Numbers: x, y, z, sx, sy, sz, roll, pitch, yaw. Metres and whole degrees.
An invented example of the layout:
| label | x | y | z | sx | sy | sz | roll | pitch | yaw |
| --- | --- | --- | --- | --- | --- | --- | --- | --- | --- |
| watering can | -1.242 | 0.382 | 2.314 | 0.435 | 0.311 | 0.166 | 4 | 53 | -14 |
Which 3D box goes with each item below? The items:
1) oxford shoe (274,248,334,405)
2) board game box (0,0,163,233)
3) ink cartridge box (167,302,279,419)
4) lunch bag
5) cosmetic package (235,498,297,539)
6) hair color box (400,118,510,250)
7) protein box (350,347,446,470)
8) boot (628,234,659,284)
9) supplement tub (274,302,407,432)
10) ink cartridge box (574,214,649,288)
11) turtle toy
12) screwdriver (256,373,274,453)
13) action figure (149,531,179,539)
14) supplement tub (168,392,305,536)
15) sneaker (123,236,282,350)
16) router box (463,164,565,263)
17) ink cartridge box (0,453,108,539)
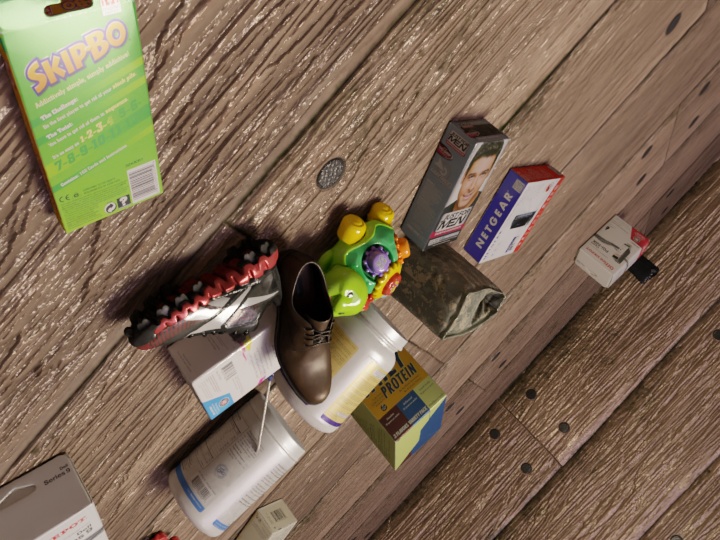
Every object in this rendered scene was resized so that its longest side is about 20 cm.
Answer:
| label | x | y | z | sx | sy | sz | roll | pitch | yaw |
| --- | --- | --- | --- | --- | --- | --- | --- | --- | --- |
| oxford shoe | -0.067 | 0.079 | 0.762 | 0.071 | 0.084 | 0.206 | -17 | 104 | -28 |
| board game box | -0.212 | -0.125 | 0.473 | 0.094 | 0.030 | 0.202 | -31 | 153 | -31 |
| ink cartridge box | -0.151 | 0.098 | 0.833 | 0.198 | 0.068 | 0.116 | -35 | 151 | -21 |
| lunch bag | 0.158 | 0.029 | 1.098 | 0.198 | 0.163 | 0.120 | -5 | 128 | -53 |
| cosmetic package | -0.253 | 0.670 | 1.488 | 0.202 | 0.073 | 0.103 | -54 | 153 | 16 |
| hair color box | 0.149 | -0.136 | 0.969 | 0.098 | 0.061 | 0.203 | -18 | 142 | -44 |
| protein box | 0.055 | 0.254 | 1.218 | 0.134 | 0.200 | 0.200 | -36 | 153 | -18 |
| boot | 1.206 | -0.047 | 2.584 | 0.198 | 0.168 | 0.077 | -35 | 153 | -22 |
| supplement tub | -0.031 | 0.147 | 0.999 | 0.200 | 0.145 | 0.145 | -46 | 154 | 1 |
| ink cartridge box | 0.843 | -0.065 | 2.028 | 0.199 | 0.147 | 0.084 | -39 | 153 | -16 |
| turtle toy | 0.000 | 0.000 | 0.865 | 0.199 | 0.100 | 0.148 | -29 | 151 | -50 |
| screwdriver | -0.145 | 0.184 | 0.926 | 0.029 | 0.027 | 0.206 | 10 | 95 | -50 |
| action figure | -0.404 | 0.518 | 1.076 | 0.198 | 0.051 | 0.066 | -5 | 130 | -57 |
| supplement tub | -0.203 | 0.319 | 0.998 | 0.199 | 0.132 | 0.133 | -40 | 154 | -11 |
| sneaker | -0.169 | 0.046 | 0.699 | 0.198 | 0.070 | 0.100 | -33 | 119 | -28 |
| router box | 0.323 | -0.120 | 1.270 | 0.177 | 0.049 | 0.203 | -16 | 141 | -47 |
| ink cartridge box | -0.412 | 0.350 | 0.776 | 0.144 | 0.084 | 0.203 | -29 | 149 | -32 |
